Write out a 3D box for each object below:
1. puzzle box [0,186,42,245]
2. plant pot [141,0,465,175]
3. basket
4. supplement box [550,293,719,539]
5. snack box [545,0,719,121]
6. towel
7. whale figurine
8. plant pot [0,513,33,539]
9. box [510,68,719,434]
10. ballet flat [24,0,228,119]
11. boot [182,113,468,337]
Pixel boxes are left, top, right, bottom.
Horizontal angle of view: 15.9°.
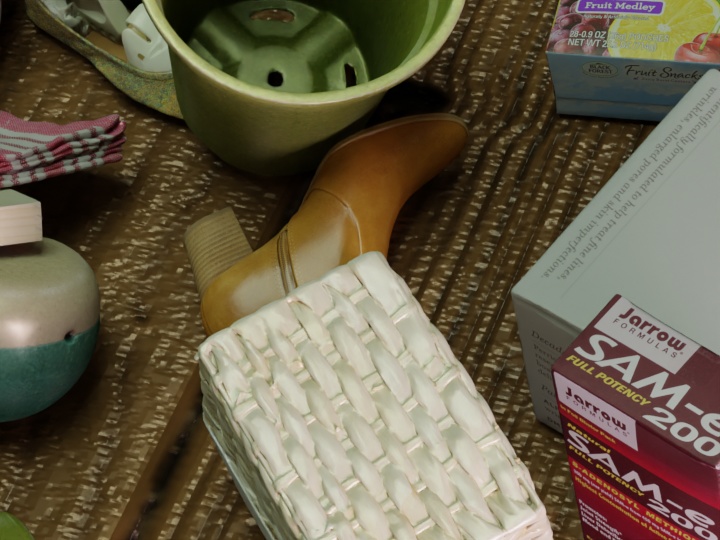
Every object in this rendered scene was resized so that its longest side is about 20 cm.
[{"bbox_3d":[-0.292,-0.039,1.575,0.133,0.026,0.200,-9,15,-28],"label":"puzzle box"},{"bbox_3d":[-0.045,-0.153,1.589,0.199,0.184,0.201,3,67,-7],"label":"plant pot"},{"bbox_3d":[0.009,0.107,1.410,0.135,0.123,0.200,-28,67,-10],"label":"basket"},{"bbox_3d":[0.167,0.112,1.347,0.109,0.200,0.061,31,65,30],"label":"supplement box"},{"bbox_3d":[0.221,-0.188,1.651,0.168,0.068,0.201,5,53,16],"label":"snack box"},{"bbox_3d":[-0.261,-0.075,1.606,0.146,0.030,0.200,8,16,37],"label":"towel"},{"bbox_3d":[-0.251,0.029,1.566,0.199,0.104,0.159,15,21,31],"label":"whale figurine"},{"bbox_3d":[-0.249,0.222,1.365,0.192,0.201,0.201,-21,51,-19],"label":"plant pot"},{"bbox_3d":[0.224,0.026,1.446,0.200,0.131,0.199,30,64,30],"label":"box"},{"bbox_3d":[-0.154,-0.161,1.712,0.200,0.071,0.071,32,65,30],"label":"ballet flat"},{"bbox_3d":[-0.001,0.000,1.563,0.201,0.071,0.144,-26,58,-4],"label":"boot"}]
